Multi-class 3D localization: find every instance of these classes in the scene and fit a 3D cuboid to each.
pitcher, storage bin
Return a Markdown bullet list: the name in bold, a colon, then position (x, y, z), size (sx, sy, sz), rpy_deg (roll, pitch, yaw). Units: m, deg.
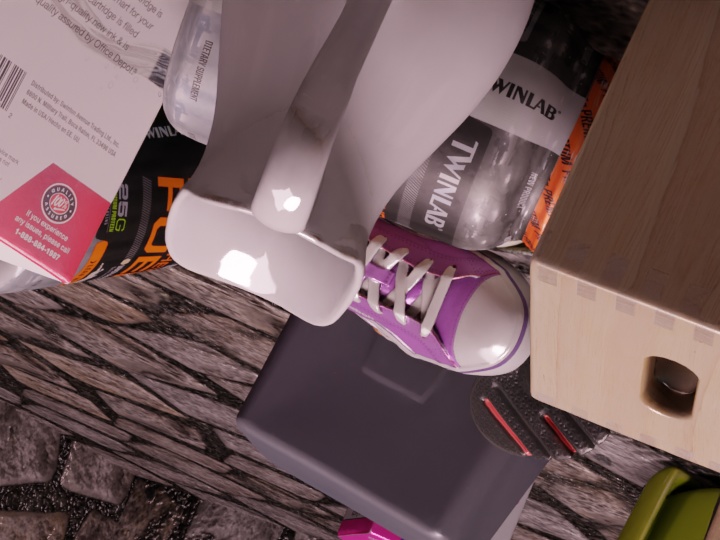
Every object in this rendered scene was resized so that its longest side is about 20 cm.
- **pitcher**: position (0.000, -0.093, 0.902), size (0.121, 0.200, 0.172), rpy_deg (24, 168, -4)
- **storage bin**: position (0.026, 0.082, 1.410), size (0.200, 0.134, 0.146), rpy_deg (27, 167, 22)

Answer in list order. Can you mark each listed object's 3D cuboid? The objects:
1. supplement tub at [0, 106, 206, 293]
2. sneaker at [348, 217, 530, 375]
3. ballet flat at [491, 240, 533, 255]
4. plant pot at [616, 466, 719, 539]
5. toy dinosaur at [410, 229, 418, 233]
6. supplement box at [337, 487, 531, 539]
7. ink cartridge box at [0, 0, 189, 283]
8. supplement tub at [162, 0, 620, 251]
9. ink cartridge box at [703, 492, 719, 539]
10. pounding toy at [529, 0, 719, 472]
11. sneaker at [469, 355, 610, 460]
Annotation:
- **supplement tub**: position (-0.147, -0.058, 1.366), size (0.200, 0.123, 0.123), rpy_deg (-11, -164, -43)
- **sneaker**: position (0.000, 0.001, 1.298), size (0.200, 0.073, 0.114), rpy_deg (27, -171, 36)
- **ballet flat**: position (0.100, -0.037, 1.254), size (0.200, 0.072, 0.072), rpy_deg (7, 160, 47)
- **plant pot**: position (0.316, 0.291, 1.998), size (0.181, 0.200, 0.199), rpy_deg (21, 170, 39)
- **toy dinosaur**: position (0.042, -0.043, 1.436), size (0.200, 0.058, 0.101), rpy_deg (8, -178, 13)
- **supplement box**: position (0.075, 0.123, 1.690), size (0.101, 0.200, 0.103), rpy_deg (25, 168, -10)
- **ink cartridge box**: position (-0.164, -0.117, 1.109), size (0.084, 0.200, 0.145), rpy_deg (17, 167, 40)
- **supplement tub**: position (0.019, -0.086, 1.080), size (0.200, 0.123, 0.123), rpy_deg (22, 168, 5)
- **ink cartridge box**: position (0.323, 0.146, 1.409), size (0.200, 0.165, 0.075), rpy_deg (22, 168, 8)
- **pounding toy**: position (0.173, -0.017, 1.011), size (0.142, 0.184, 0.200), rpy_deg (21, 159, 13)
- **sneaker**: position (0.152, 0.043, 1.304), size (0.074, 0.200, 0.087), rpy_deg (57, -151, 4)
